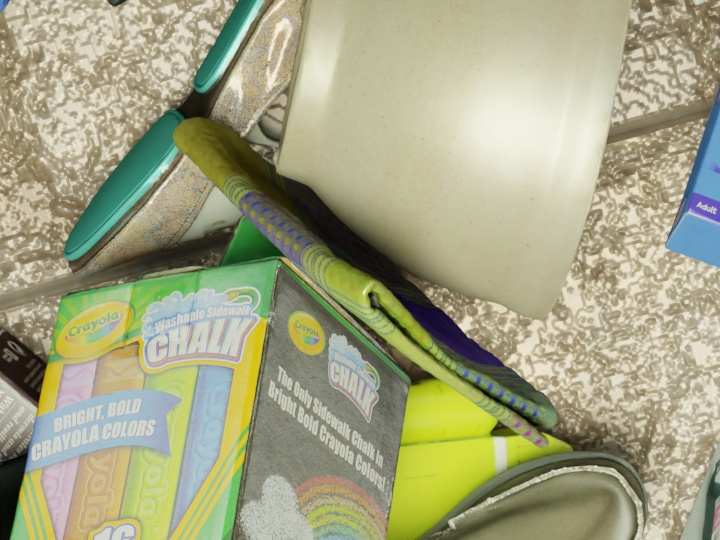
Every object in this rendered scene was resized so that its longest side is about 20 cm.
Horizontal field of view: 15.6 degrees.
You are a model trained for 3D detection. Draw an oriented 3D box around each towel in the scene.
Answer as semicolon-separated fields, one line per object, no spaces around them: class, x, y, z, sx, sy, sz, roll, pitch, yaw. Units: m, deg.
towel;0.000;0.000;1.184;0.143;0.200;0.023;36;94;-36

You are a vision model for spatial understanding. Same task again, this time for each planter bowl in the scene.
planter bowl;0.036;-0.090;1.179;0.134;0.200;0.201;12;100;-4

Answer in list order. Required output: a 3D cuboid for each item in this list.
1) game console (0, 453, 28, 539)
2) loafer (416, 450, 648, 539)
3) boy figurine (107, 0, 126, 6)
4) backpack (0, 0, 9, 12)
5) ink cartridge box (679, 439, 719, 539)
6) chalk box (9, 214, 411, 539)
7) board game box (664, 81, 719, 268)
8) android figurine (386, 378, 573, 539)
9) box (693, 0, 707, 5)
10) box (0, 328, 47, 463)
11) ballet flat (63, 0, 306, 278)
game console;-0.172;0.187;1.267;0.175;0.116;0.201;-18;100;-23
loafer;0.053;0.150;1.216;0.199;0.070;0.075;-29;100;-13
boy figurine;-0.157;-0.218;1.249;0.124;0.064;0.200;-41;93;9
backpack;-0.239;-0.166;1.141;0.167;0.200;0.163;-33;52;19
ink cartridge box;0.200;0.116;1.219;0.043;0.174;0.201;19;100;-8
chalk box;-0.064;0.076;1.176;0.123;0.124;0.201;-10;55;29
board game box;0.240;-0.076;1.202;0.151;0.045;0.201;20;66;1
android figurine;0.042;0.142;1.271;0.199;0.041;0.183;-3;93;-18
box;0.203;-0.231;1.165;0.199;0.128;0.109;-26;53;4
box;-0.137;0.134;1.300;0.200;0.075;0.100;39;99;-4
ballet flat;-0.063;-0.064;1.268;0.067;0.068;0.200;34;101;-19
